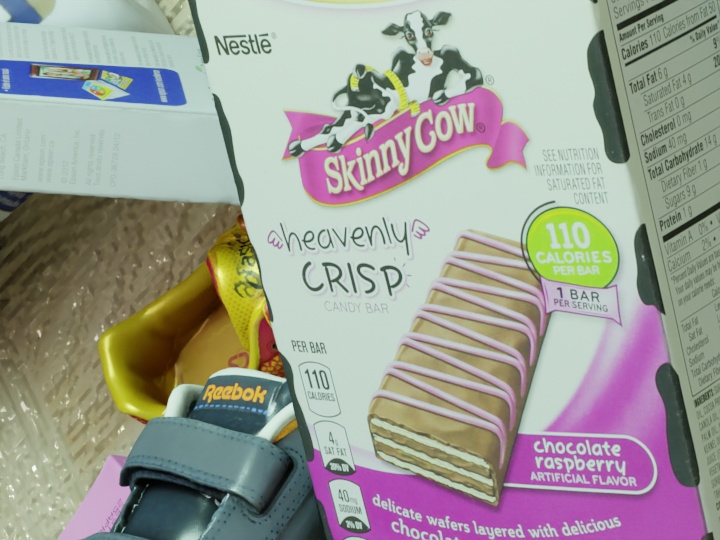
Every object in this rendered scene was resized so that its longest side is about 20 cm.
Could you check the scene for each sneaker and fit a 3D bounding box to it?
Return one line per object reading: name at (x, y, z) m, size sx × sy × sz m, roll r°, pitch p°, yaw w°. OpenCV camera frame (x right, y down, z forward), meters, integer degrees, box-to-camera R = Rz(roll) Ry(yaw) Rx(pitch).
sneaker at (0.000, 0.000, 0.883) m, size 0.200 × 0.077 × 0.073 m, roll -39°, pitch 59°, yaw 27°
sneaker at (-0.045, 0.079, 0.816) m, size 0.078 × 0.200 × 0.079 m, roll 5°, pitch 121°, yaw 41°

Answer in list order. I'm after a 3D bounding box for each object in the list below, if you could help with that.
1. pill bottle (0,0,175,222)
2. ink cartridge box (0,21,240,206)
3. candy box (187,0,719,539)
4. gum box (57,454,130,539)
pill bottle at (-0.170, -0.051, 0.976) m, size 0.200 × 0.111 × 0.111 m, roll -41°, pitch 57°, yaw 6°
ink cartridge box at (-0.120, -0.053, 0.873) m, size 0.095 × 0.200 × 0.037 m, roll -113°, pitch 31°, yaw -69°
candy box at (0.038, -0.007, 0.744) m, size 0.136 × 0.061 × 0.200 m, roll 0°, pitch 110°, yaw 42°
gum box at (-0.073, 0.166, 0.924) m, size 0.114 × 0.066 × 0.200 m, roll 45°, pitch 111°, yaw 36°
